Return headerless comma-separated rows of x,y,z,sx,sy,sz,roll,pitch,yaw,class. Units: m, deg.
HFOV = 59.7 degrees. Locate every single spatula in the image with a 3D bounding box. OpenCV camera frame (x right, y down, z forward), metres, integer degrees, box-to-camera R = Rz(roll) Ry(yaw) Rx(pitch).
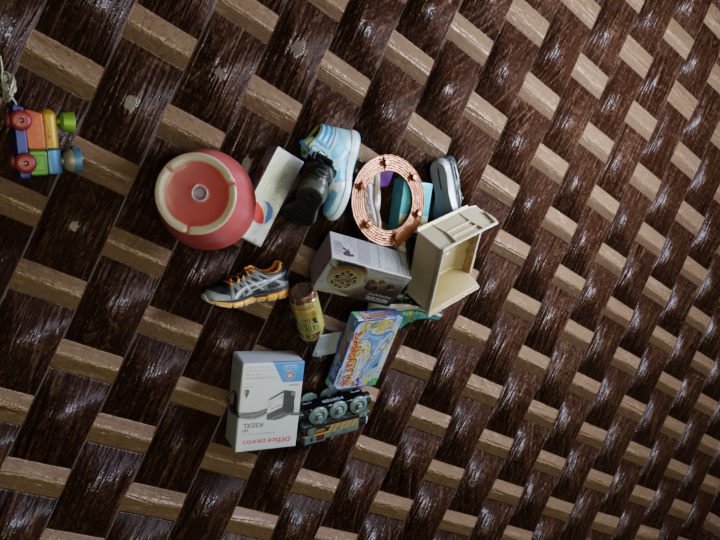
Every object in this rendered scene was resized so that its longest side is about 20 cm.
0.038,-0.156,1.449,0.056,0.020,0.203,5,100,-30,spatula

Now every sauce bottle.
-0.109,0.120,1.393,0.066,0.066,0.202,-28,128,-19,sauce bottle

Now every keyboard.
-0.029,0.161,1.454,0.198,0.011,0.057,-5,118,-45,keyboard

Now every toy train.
-0.551,-0.264,1.091,0.115,0.084,0.203,-9,106,-36,toy train
-0.067,0.341,1.482,0.198,0.085,0.115,-8,118,-27,toy train

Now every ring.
0.067,-0.156,1.394,0.198,0.019,0.203,-3,96,-32,ring

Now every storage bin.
0.214,-0.027,1.470,0.197,0.094,0.202,-25,139,-32,storage bin

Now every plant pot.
-0.293,-0.136,1.162,0.197,0.177,0.204,0,92,-8,plant pot

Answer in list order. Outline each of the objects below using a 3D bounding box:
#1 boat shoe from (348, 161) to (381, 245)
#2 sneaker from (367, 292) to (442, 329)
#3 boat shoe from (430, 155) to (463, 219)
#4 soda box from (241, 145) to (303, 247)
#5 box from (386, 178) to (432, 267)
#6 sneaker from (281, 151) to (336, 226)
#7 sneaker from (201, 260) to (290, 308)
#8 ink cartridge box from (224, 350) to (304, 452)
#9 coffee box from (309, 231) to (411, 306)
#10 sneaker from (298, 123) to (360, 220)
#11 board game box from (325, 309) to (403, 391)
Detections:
0.003,-0.140,1.408,0.070,0.070,0.203,-7,97,-32,boat shoe
0.105,0.099,1.526,0.197,0.078,0.081,6,116,-22,sneaker
0.217,-0.177,1.507,0.071,0.072,0.202,-29,123,-36,boat shoe
-0.199,-0.155,1.303,0.068,0.064,0.202,27,89,-29,soda box
0.111,-0.110,1.481,0.081,0.049,0.203,2,101,-27,box
-0.102,-0.167,1.295,0.076,0.199,0.115,27,64,-8,sneaker
-0.241,0.029,1.321,0.198,0.078,0.078,-12,108,-36,sneaker
-0.212,0.286,1.388,0.143,0.084,0.203,2,101,-28,ink cartridge box
0.000,0.000,1.396,0.198,0.081,0.113,15,135,-24,coffee box
-0.082,-0.216,1.342,0.129,0.079,0.203,13,86,-31,sneaker
0.007,0.185,1.457,0.134,0.034,0.202,-1,122,-37,board game box
